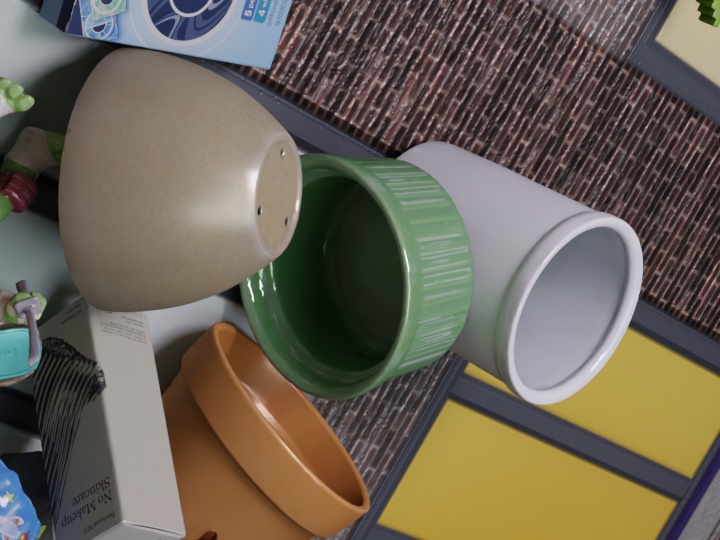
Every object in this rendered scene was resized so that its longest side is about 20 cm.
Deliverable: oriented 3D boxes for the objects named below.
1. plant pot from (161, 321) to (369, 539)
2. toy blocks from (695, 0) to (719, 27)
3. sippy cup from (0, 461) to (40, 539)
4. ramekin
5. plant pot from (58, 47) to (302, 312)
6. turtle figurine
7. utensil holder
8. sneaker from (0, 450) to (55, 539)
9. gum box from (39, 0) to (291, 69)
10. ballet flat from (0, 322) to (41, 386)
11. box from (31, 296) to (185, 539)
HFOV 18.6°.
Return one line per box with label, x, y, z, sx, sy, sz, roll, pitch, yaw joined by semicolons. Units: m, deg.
plant pot;-0.106;0.164;1.831;0.140;0.201;0.200;-41;136;8
toy blocks;0.307;-0.340;1.967;0.136;0.100;0.201;24;96;-34
sippy cup;-0.316;0.201;1.644;0.130;0.139;0.178;-39;159;-31
ramekin;0.000;0.000;1.816;0.097;0.199;0.202;-10;120;-45
plant pot;-0.122;-0.063;1.652;0.200;0.133;0.202;6;90;-69
turtle figurine;-0.266;-0.034;1.581;0.143;0.200;0.195;32;66;-15
utensil holder;0.113;-0.004;1.889;0.169;0.199;0.171;-28;133;-35
sneaker;-0.265;0.211;1.804;0.084;0.075;0.201;10;132;0
gum box;-0.129;-0.251;1.665;0.199;0.044;0.171;5;111;-43
ballet flat;-0.336;0.069;1.653;0.199;0.065;0.071;-2;97;-38
box;-0.199;0.127;1.708;0.082;0.201;0.068;-34;144;30
